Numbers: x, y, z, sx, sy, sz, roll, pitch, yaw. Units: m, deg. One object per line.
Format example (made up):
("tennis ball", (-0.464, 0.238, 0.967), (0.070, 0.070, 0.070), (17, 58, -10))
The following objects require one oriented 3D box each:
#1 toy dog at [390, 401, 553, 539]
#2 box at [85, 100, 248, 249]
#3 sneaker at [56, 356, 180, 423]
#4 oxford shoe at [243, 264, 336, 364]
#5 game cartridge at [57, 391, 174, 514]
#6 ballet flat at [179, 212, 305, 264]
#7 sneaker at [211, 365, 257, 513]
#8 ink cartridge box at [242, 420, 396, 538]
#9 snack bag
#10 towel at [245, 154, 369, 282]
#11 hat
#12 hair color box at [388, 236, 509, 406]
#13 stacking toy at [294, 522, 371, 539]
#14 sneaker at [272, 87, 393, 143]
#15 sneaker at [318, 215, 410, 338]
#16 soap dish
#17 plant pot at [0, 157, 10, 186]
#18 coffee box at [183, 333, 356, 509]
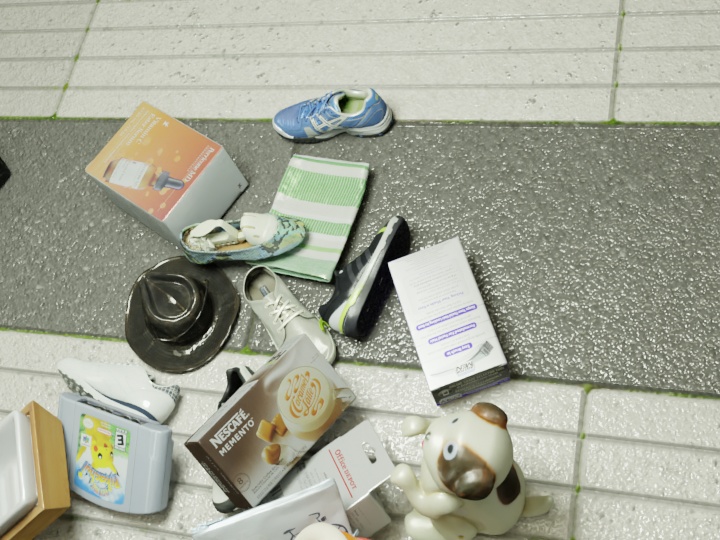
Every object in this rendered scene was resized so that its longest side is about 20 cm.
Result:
("toy dog", (0.126, 0.240, 1.109), (0.191, 0.201, 0.141), (20, 62, 21))
("box", (-0.306, -0.148, 1.507), (0.198, 0.107, 0.153), (30, 75, 30))
("sneaker", (-0.356, 0.168, 1.390), (0.197, 0.077, 0.081), (24, 63, 19))
("oxford shoe", (-0.109, 0.066, 1.366), (0.075, 0.058, 0.200), (-38, 61, -8))
("game cartridge", (-0.347, 0.258, 1.318), (0.197, 0.040, 0.136), (12, 103, 27))
("ballet flat", (-0.180, -0.052, 1.408), (0.196, 0.074, 0.076), (-12, 60, 14))
("sneaker", (-0.172, 0.223, 1.283), (0.073, 0.080, 0.203), (-10, 57, 35))
("ink cartridge box", (-0.040, 0.295, 1.198), (0.198, 0.067, 0.116), (-34, 35, -1))
("snack bag", (-0.084, 0.355, 1.127), (0.185, 0.203, 0.021), (-18, 21, -8))
("towel", (-0.077, -0.084, 1.440), (0.150, 0.023, 0.203), (9, 64, 27))
("hat", (-0.284, 0.048, 1.415), (0.197, 0.081, 0.204), (-8, 62, 15))
("hair color box", (0.118, 0.067, 1.287), (0.107, 0.065, 0.203), (-19, 59, 4))
("stacking toy", (0.021, 0.362, 1.096), (0.145, 0.197, 0.149), (-10, 77, 51))
("sneaker", (-0.050, -0.253, 1.500), (0.196, 0.077, 0.077), (-6, 63, 16))
("sneaker", (0.000, 0.000, 1.354), (0.082, 0.072, 0.202), (17, 66, 28))
("soap dish", (-0.479, 0.300, 1.310), (0.199, 0.081, 0.159), (-39, 53, 29))
("plant pot", (-0.725, -0.187, 1.623), (0.176, 0.200, 0.202), (30, 75, 16))
("coffee box", (-0.116, 0.194, 1.231), (0.200, 0.079, 0.115), (-43, 99, -26))
